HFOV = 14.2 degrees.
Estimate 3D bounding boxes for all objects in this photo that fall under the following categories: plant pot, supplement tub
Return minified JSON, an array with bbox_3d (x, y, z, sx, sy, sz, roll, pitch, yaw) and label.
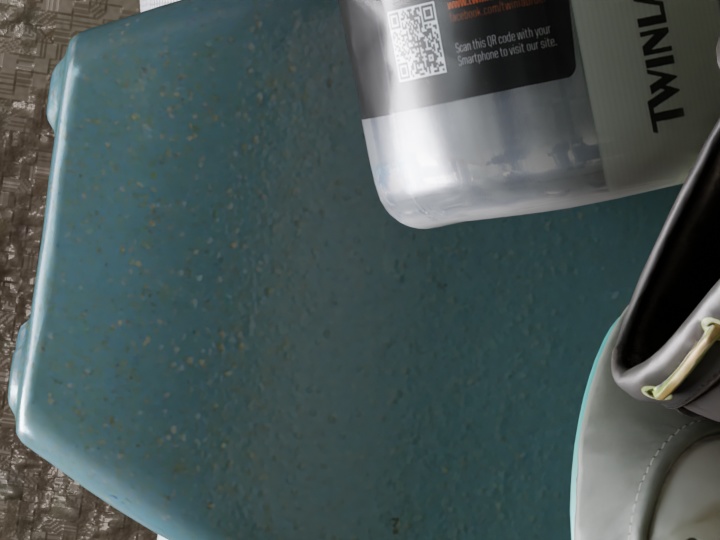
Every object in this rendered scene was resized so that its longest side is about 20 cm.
[{"bbox_3d":[0.000,0.000,0.865,0.196,0.199,0.197,-150,69,-83],"label":"plant pot"},{"bbox_3d":[0.046,-0.118,0.711,0.123,0.122,0.201,-162,61,-84],"label":"supplement tub"}]

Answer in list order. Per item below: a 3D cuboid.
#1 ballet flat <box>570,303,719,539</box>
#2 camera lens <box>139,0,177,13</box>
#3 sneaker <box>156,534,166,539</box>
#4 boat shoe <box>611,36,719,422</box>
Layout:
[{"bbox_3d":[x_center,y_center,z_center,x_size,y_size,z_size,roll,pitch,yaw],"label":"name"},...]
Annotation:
[{"bbox_3d":[0.084,0.102,0.671,0.064,0.067,0.201,-6,75,56],"label":"ballet flat"},{"bbox_3d":[0.001,-0.087,1.033,0.160,0.159,0.201,-140,48,-83],"label":"camera lens"},{"bbox_3d":[-0.049,0.148,1.010,0.087,0.074,0.201,-76,-14,-50],"label":"sneaker"},{"bbox_3d":[0.102,-0.036,0.599,0.072,0.060,0.202,-87,8,-45],"label":"boat shoe"}]
